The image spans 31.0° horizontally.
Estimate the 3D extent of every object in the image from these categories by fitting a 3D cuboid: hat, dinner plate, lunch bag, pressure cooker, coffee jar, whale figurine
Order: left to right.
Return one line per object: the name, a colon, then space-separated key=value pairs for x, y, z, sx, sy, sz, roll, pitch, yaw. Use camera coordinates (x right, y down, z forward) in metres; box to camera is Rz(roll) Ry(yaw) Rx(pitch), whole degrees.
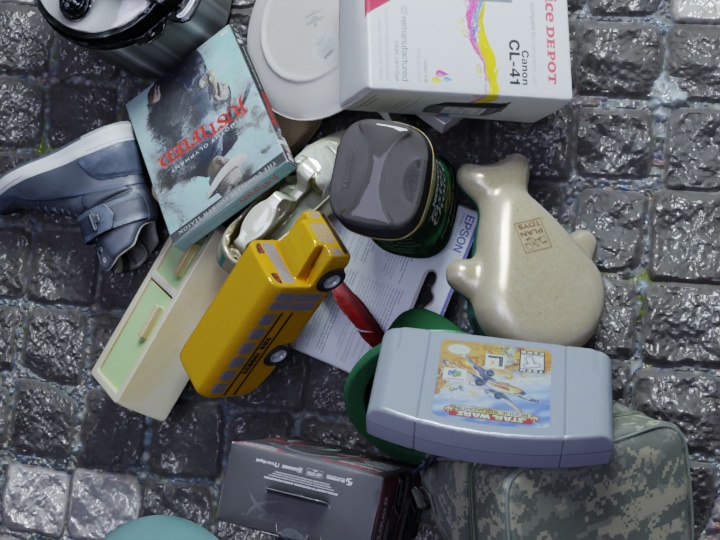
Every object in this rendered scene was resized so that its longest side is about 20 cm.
pressure cooker: x=-0.235 y=-0.296 z=1.319 sx=0.175 sy=0.200 sz=0.179 roll=-18 pitch=79 yaw=14
dinner plate: x=-0.041 y=-0.245 z=1.270 sx=0.200 sy=0.024 sz=0.201 roll=-9 pitch=75 yaw=36
coffee jar: x=0.034 y=-0.072 z=1.179 sx=0.085 sy=0.200 sz=0.105 roll=10 pitch=88 yaw=14
hat: x=0.061 y=0.062 z=1.250 sx=0.165 sy=0.200 sz=0.176 roll=-30 pitch=32 yaw=21
whale figurine: x=0.146 y=-0.007 z=1.228 sx=0.159 sy=0.104 sz=0.201 roll=-15 pitch=76 yaw=-20
lunch bag: x=0.165 y=0.191 z=1.140 sx=0.199 sy=0.168 sz=0.140 roll=-14 pitch=102 yaw=-21

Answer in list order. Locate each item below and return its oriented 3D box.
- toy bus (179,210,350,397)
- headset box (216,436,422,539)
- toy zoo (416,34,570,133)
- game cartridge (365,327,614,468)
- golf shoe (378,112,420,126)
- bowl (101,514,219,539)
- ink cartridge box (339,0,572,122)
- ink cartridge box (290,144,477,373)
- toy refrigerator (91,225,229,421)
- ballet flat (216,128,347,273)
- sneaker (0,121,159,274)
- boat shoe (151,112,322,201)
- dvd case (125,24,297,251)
toy bus: x=-0.092 y=0.033 z=1.237 sx=0.200 sy=0.078 sz=0.065 roll=-54 pitch=52 yaw=32
headset box: x=-0.033 y=0.207 z=1.210 sx=0.148 sy=0.200 sz=0.075 roll=10 pitch=88 yaw=18
toy zoo: x=0.089 y=-0.218 z=1.264 sx=0.200 sy=0.020 sz=0.131 roll=-36 pitch=74 yaw=-19
game cartridge: x=0.109 y=0.105 z=1.074 sx=0.199 sy=0.133 sz=0.042 roll=6 pitch=119 yaw=5
golf shoe: x=-0.015 y=-0.205 z=1.320 sx=0.094 sy=0.078 sz=0.200 roll=-42 pitch=68 yaw=20
bowl: x=-0.221 y=0.351 z=1.300 sx=0.200 sy=0.105 sz=0.202 roll=-1 pitch=85 yaw=16
ink cartridge box: x=0.085 y=-0.219 z=1.183 sx=0.199 sy=0.086 sz=0.148 roll=0 pitch=83 yaw=-18
ink cartridge box: x=0.000 y=0.000 z=1.305 sx=0.199 sy=0.043 sz=0.197 roll=23 pitch=91 yaw=13
toy refrigerator: x=-0.191 y=0.044 z=1.325 sx=0.200 sy=0.070 sz=0.076 roll=-59 pitch=38 yaw=4
ballet flat: x=-0.061 y=-0.072 z=1.258 sx=0.069 sy=0.069 sz=0.200 roll=43 pitch=83 yaw=16
sneaker: x=-0.302 y=-0.055 z=1.379 sx=0.202 sy=0.077 sz=0.147 roll=-20 pitch=92 yaw=29
boat shoe: x=-0.128 y=-0.119 z=1.329 sx=0.200 sy=0.069 sz=0.074 roll=-30 pitch=101 yaw=16
dvd case: x=-0.152 y=-0.135 z=1.292 sx=0.146 sy=0.022 sz=0.200 roll=-34 pitch=55 yaw=15
